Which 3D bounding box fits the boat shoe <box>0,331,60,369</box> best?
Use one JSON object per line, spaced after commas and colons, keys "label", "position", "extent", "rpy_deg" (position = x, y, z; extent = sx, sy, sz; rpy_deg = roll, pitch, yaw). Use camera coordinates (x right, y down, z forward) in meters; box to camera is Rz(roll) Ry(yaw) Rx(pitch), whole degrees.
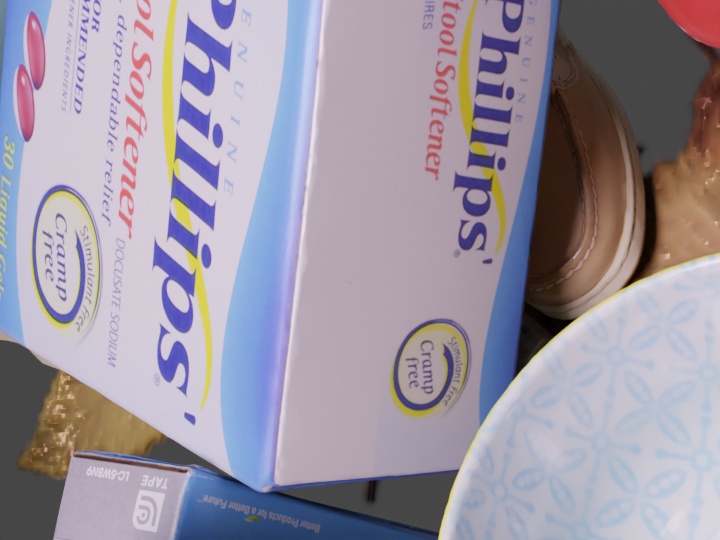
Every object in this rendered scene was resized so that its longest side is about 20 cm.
{"label": "boat shoe", "position": [-0.149, -0.012, 1.159], "extent": [0.201, 0.074, 0.063], "rpy_deg": [19, 63, 49]}

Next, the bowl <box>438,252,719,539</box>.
{"label": "bowl", "position": [0.129, 0.104, 0.829], "extent": [0.200, 0.108, 0.201], "rpy_deg": [-9, 64, 18]}

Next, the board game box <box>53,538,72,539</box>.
{"label": "board game box", "position": [-0.031, 0.200, 0.890], "extent": [0.041, 0.199, 0.201], "rpy_deg": [1, 77, 42]}

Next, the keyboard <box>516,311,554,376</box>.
{"label": "keyboard", "position": [0.000, 0.000, 1.060], "extent": [0.200, 0.011, 0.056], "rpy_deg": [42, 109, 42]}

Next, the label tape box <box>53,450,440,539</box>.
{"label": "label tape box", "position": [-0.049, 0.173, 0.952], "extent": [0.063, 0.144, 0.201], "rpy_deg": [4, 78, 42]}

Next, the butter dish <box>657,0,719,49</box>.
{"label": "butter dish", "position": [0.171, -0.124, 0.868], "extent": [0.200, 0.148, 0.199], "rpy_deg": [-4, 30, 40]}

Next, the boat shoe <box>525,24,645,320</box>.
{"label": "boat shoe", "position": [0.038, -0.072, 1.007], "extent": [0.074, 0.069, 0.200], "rpy_deg": [-39, 54, 26]}

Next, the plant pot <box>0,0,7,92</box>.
{"label": "plant pot", "position": [-0.170, -0.139, 1.115], "extent": [0.161, 0.200, 0.201], "rpy_deg": [-52, 49, 10]}

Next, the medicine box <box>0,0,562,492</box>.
{"label": "medicine box", "position": [-0.034, -0.044, 0.965], "extent": [0.200, 0.103, 0.183], "rpy_deg": [26, 114, 53]}
